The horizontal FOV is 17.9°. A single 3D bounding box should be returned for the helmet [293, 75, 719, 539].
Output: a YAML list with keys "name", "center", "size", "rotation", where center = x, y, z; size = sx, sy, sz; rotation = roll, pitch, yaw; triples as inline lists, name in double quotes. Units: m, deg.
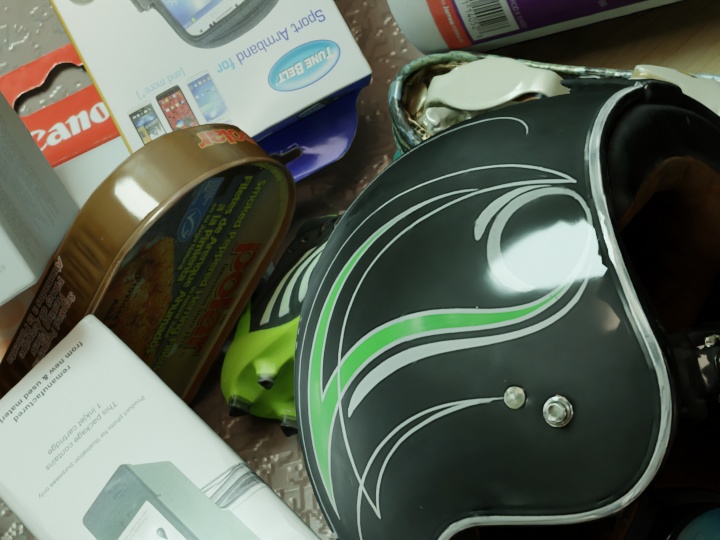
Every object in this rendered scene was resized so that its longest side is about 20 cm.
- name: "helmet"
  center: [0.067, 0.042, 0.852]
  size: [0.190, 0.199, 0.201]
  rotation: [-32, 51, 36]

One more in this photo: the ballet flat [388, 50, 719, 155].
- name: "ballet flat"
  center: [0.100, -0.058, 0.954]
  size: [0.199, 0.074, 0.075]
  rotation: [3, 64, 23]

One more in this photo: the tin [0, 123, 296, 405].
- name: "tin"
  center: [-0.100, 0.019, 1.021]
  size: [0.042, 0.112, 0.200]
  rotation: [46, 120, 28]

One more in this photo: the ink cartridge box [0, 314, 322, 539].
- name: "ink cartridge box"
  center: [-0.057, 0.132, 0.952]
  size: [0.084, 0.146, 0.200]
  rotation: [-44, 56, -7]

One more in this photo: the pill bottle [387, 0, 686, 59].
- name: "pill bottle"
  center: [0.106, -0.165, 0.983]
  size: [0.199, 0.113, 0.113]
  rotation: [-13, 59, 15]

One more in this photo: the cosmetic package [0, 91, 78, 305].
- name: "cosmetic package"
  center: [-0.187, -0.035, 1.006]
  size: [0.071, 0.200, 0.102]
  rotation: [-32, 99, 4]

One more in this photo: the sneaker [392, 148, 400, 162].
- name: "sneaker"
  center: [0.064, 0.014, 1.012]
  size: [0.080, 0.071, 0.200]
  rotation: [-39, 56, -6]

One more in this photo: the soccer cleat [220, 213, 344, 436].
- name: "soccer cleat"
  center: [0.000, 0.000, 1.006]
  size: [0.200, 0.067, 0.081]
  rotation: [-38, 37, 44]

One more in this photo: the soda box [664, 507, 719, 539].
- name: "soda box"
  center: [0.184, 0.108, 0.914]
  size: [0.200, 0.064, 0.068]
  rotation: [-41, 55, -3]

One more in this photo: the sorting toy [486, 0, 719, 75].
- name: "sorting toy"
  center: [0.165, -0.118, 1.043]
  size: [0.200, 0.070, 0.199]
  rotation: [-41, 56, -3]

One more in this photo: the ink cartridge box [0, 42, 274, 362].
- name: "ink cartridge box"
  center: [-0.141, -0.046, 1.145]
  size: [0.162, 0.050, 0.201]
  rotation: [-24, 59, 9]

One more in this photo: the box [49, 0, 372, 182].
- name: "box"
  center: [-0.081, -0.129, 1.071]
  size: [0.119, 0.041, 0.201]
  rotation: [-28, 85, -3]
